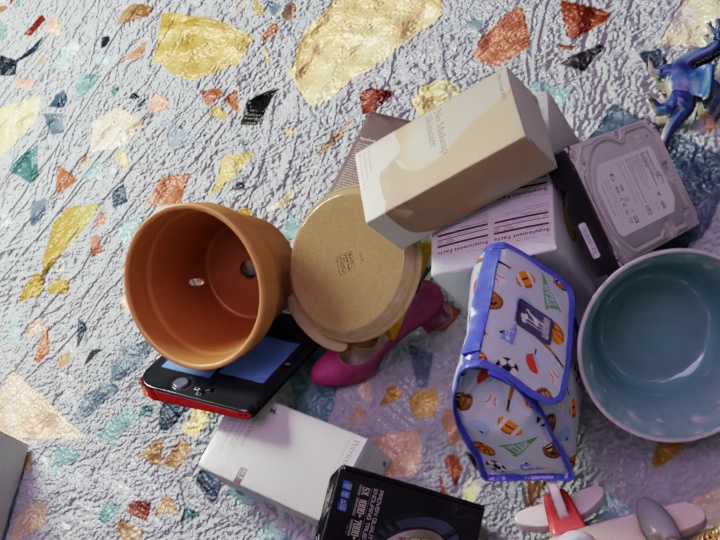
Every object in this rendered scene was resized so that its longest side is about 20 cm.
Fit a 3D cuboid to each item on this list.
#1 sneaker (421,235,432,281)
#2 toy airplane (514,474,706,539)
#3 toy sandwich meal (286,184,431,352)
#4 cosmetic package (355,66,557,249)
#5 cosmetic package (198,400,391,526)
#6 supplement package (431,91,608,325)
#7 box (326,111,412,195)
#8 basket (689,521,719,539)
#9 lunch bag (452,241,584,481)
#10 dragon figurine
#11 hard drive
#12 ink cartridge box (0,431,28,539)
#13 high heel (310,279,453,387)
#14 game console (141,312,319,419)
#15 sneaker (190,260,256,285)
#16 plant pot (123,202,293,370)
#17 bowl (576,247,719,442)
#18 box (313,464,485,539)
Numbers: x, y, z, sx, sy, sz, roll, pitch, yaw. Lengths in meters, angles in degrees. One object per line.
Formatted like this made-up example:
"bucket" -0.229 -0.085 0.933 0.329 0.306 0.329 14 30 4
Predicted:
"sneaker" 0.083 -0.059 1.425 0.070 0.082 0.200 20 75 34
"toy airplane" 0.219 0.285 1.136 0.199 0.141 0.200 21 67 28
"toy sandwich meal" 0.000 0.000 1.341 0.205 0.070 0.205 -5 82 34
"cosmetic package" 0.098 -0.117 1.212 0.200 0.071 0.105 -29 51 25
"cosmetic package" -0.078 0.229 1.356 0.200 0.081 0.113 14 69 33
"supplement package" 0.184 -0.057 1.302 0.147 0.191 0.200 -12 60 26
"box" 0.015 -0.091 1.468 0.075 0.100 0.200 16 74 32
"basket" 0.396 0.299 1.003 0.143 0.149 0.200 -17 67 -20
"lunch bag" 0.161 0.094 1.167 0.124 0.200 0.170 -8 43 26
"dragon figurine" 0.398 -0.212 1.362 0.099 0.059 0.200 -6 61 25
"hard drive" 0.290 -0.085 1.248 0.038 0.200 0.140 -26 86 42
"ink cartridge box" -0.588 0.281 1.546 0.200 0.145 0.147 -3 64 26
"high heel" 0.013 0.076 1.381 0.200 0.096 0.067 -24 56 13
"game console" -0.157 0.108 1.429 0.177 0.031 0.200 6 33 30
"sneaker" -0.178 -0.004 1.543 0.200 0.078 0.077 -3 41 27
"plant pot" -0.169 0.010 1.405 0.200 0.140 0.200 5 101 26
"bowl" 0.319 0.069 1.196 0.201 0.105 0.201 0 98 2
"box" 0.025 0.327 1.203 0.164 0.086 0.200 18 69 -3
